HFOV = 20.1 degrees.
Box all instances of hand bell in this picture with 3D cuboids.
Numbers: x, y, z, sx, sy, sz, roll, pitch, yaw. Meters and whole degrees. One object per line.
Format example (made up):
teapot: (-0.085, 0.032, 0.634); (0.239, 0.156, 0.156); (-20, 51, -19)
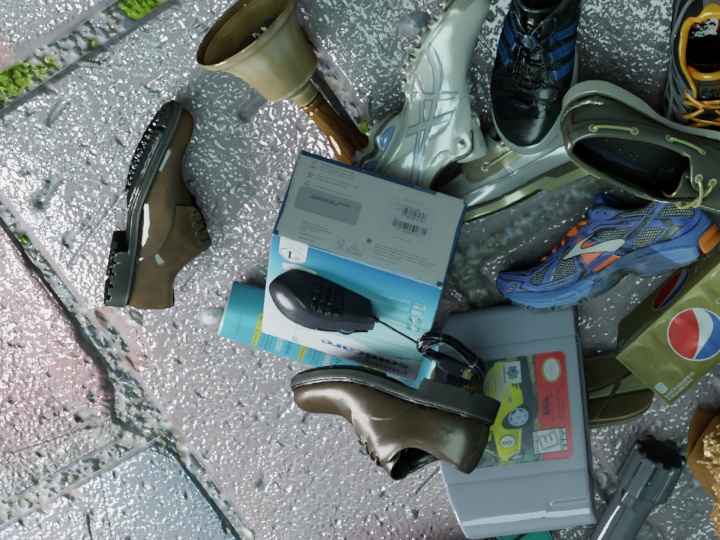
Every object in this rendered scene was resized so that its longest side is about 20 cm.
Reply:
hand bell: (-0.037, -0.137, 1.709); (0.104, 0.105, 0.200); (-29, 119, 22)

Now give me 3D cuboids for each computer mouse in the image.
computer mouse: (0.014, 0.054, 1.658); (0.198, 0.034, 0.059); (23, 154, -13)

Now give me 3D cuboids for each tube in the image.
tube: (-0.026, 0.061, 1.811); (0.198, 0.051, 0.078); (16, 125, -3)

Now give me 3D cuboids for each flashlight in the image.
flashlight: (0.231, 0.241, 1.835); (0.067, 0.068, 0.201); (14, 115, -25)

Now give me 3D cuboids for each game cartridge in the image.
game cartridge: (0.129, 0.125, 1.742); (0.132, 0.202, 0.041); (-10, 157, 17)

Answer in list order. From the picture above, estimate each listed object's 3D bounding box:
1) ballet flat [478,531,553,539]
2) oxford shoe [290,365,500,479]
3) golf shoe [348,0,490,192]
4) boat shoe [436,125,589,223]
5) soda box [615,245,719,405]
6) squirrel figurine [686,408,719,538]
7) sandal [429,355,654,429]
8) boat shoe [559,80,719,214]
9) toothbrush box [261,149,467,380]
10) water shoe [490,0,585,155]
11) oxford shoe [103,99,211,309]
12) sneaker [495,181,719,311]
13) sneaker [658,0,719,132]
ballet flat: (0.131, 0.226, 1.834); (0.068, 0.069, 0.201); (-32, 142, -9)
oxford shoe: (0.017, 0.129, 1.719); (0.199, 0.072, 0.085); (10, 81, 37)
golf shoe: (0.073, -0.137, 1.663); (0.097, 0.078, 0.201); (31, 111, 10)
boat shoe: (0.121, -0.088, 1.701); (0.199, 0.075, 0.069); (-22, 90, 21)
soda box: (0.307, 0.018, 1.713); (0.068, 0.064, 0.200); (40, 115, -10)
squirrel figurine: (0.355, 0.132, 1.680); (0.141, 0.200, 0.188); (25, 130, 6)
sandal: (0.159, 0.114, 1.790); (0.198, 0.081, 0.054); (-2, 157, 8)
boat shoe: (0.248, -0.081, 1.614); (0.200, 0.061, 0.072); (23, 137, -13)
toothbrush box: (0.000, 0.000, 1.696); (0.145, 0.086, 0.200); (17, 154, 4)
water shoe: (0.137, -0.193, 1.612); (0.071, 0.079, 0.202); (15, 99, 24)
oxford shoe: (-0.167, -0.056, 1.775); (0.084, 0.073, 0.201); (10, 120, -11)
sneaker: (0.203, -0.024, 1.715); (0.198, 0.075, 0.079); (-20, 94, 21)
sneaker: (0.277, -0.146, 1.634); (0.077, 0.077, 0.202); (-4, 117, 9)
